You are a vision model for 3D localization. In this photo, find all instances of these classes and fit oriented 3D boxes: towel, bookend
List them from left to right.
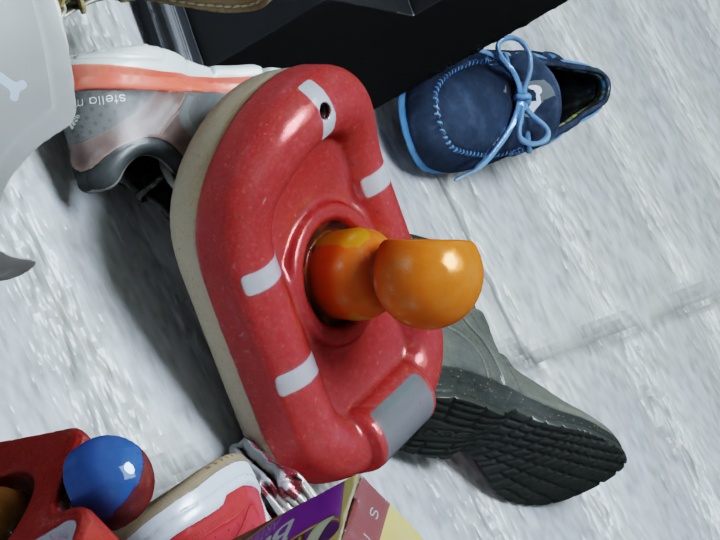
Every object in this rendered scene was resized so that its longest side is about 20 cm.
[{"bbox_3d":[0.008,0.165,1.295,0.200,0.023,0.144,57,-7,-7],"label":"towel"},{"bbox_3d":[0.013,-0.173,1.497,0.200,0.198,0.093,3,64,-56],"label":"bookend"}]

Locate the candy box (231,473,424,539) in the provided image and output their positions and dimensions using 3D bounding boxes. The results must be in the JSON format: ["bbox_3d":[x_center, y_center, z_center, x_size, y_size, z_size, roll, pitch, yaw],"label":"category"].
[{"bbox_3d":[-0.070,0.166,1.061,0.056,0.200,0.117,48,31,-20],"label":"candy box"}]

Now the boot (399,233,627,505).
[{"bbox_3d":[0.064,0.043,1.530,0.200,0.068,0.131,26,38,-48],"label":"boot"}]

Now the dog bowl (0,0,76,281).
[{"bbox_3d":[-0.189,-0.085,1.117,0.058,0.200,0.201,-19,80,-35],"label":"dog bowl"}]

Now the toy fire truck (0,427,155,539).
[{"bbox_3d":[-0.143,0.131,1.009,0.112,0.168,0.200,48,31,-21],"label":"toy fire truck"}]

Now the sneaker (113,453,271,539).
[{"bbox_3d":[-0.047,0.144,1.182,0.113,0.071,0.200,59,1,11],"label":"sneaker"}]

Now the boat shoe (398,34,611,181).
[{"bbox_3d":[0.087,-0.106,1.673,0.200,0.068,0.085,-31,110,-60],"label":"boat shoe"}]

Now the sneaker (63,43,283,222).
[{"bbox_3d":[-0.079,-0.057,1.400,0.199,0.077,0.082,6,77,-49],"label":"sneaker"}]

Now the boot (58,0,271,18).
[{"bbox_3d":[-0.134,-0.124,1.290,0.199,0.072,0.155,15,44,-7],"label":"boot"}]

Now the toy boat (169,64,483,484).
[{"bbox_3d":[0.000,0.000,1.340,0.130,0.130,0.201,-43,121,-44],"label":"toy boat"}]
